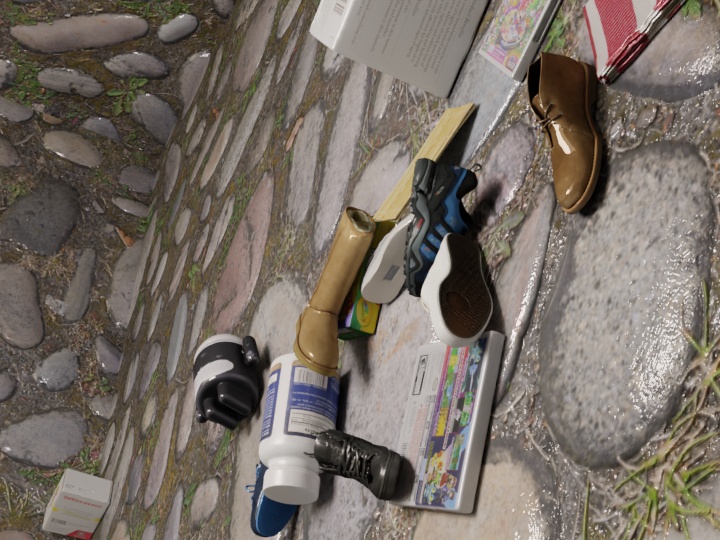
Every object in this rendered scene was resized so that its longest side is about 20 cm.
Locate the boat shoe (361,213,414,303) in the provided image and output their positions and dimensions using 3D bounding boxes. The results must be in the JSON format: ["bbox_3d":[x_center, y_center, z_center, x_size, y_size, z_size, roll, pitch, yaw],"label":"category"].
[{"bbox_3d":[0.059,-0.033,1.430,0.201,0.071,0.069,118,159,-48],"label":"boat shoe"}]

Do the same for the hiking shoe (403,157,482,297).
[{"bbox_3d":[0.101,-0.045,1.310,0.075,0.085,0.202,-80,-4,-53],"label":"hiking shoe"}]

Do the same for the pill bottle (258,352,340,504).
[{"bbox_3d":[-0.091,0.234,1.513,0.111,0.110,0.203,-43,35,52],"label":"pill bottle"}]

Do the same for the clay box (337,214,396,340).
[{"bbox_3d":[0.000,0.000,1.567,0.115,0.047,0.203,-20,55,64],"label":"clay box"}]

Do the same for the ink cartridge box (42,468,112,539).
[{"bbox_3d":[-0.810,0.672,2.939,0.201,0.143,0.084,-55,24,35],"label":"ink cartridge box"}]

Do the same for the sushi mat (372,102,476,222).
[{"bbox_3d":[0.087,-0.149,1.435,0.201,0.012,0.095,-56,18,-7],"label":"sushi mat"}]

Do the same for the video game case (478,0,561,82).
[{"bbox_3d":[0.224,-0.359,1.336,0.202,0.018,0.144,-65,21,18],"label":"video game case"}]

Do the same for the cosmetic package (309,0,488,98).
[{"bbox_3d":[0.055,-0.383,1.532,0.169,0.197,0.167,-66,22,13],"label":"cosmetic package"}]

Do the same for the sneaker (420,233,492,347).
[{"bbox_3d":[0.110,0.043,1.222,0.201,0.072,0.085,-77,12,-57],"label":"sneaker"}]

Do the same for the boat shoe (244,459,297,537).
[{"bbox_3d":[-0.127,0.319,1.594,0.068,0.084,0.202,-14,44,44],"label":"boat shoe"}]

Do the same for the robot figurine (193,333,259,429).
[{"bbox_3d":[-0.253,0.209,1.940,0.201,0.148,0.126,-109,5,-57],"label":"robot figurine"}]

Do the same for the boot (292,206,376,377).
[{"bbox_3d":[-0.035,0.027,1.475,0.202,0.065,0.176,-65,22,19],"label":"boot"}]

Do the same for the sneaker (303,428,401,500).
[{"bbox_3d":[-0.013,0.238,1.284,0.200,0.103,0.061,161,124,-84],"label":"sneaker"}]

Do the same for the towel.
[{"bbox_3d":[0.305,-0.312,1.086,0.200,0.022,0.146,-52,27,43],"label":"towel"}]

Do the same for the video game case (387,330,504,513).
[{"bbox_3d":[0.098,0.179,1.204,0.182,0.023,0.203,-22,52,64],"label":"video game case"}]

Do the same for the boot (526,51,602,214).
[{"bbox_3d":[0.214,-0.152,1.111,0.074,0.074,0.203,-42,36,49],"label":"boot"}]
